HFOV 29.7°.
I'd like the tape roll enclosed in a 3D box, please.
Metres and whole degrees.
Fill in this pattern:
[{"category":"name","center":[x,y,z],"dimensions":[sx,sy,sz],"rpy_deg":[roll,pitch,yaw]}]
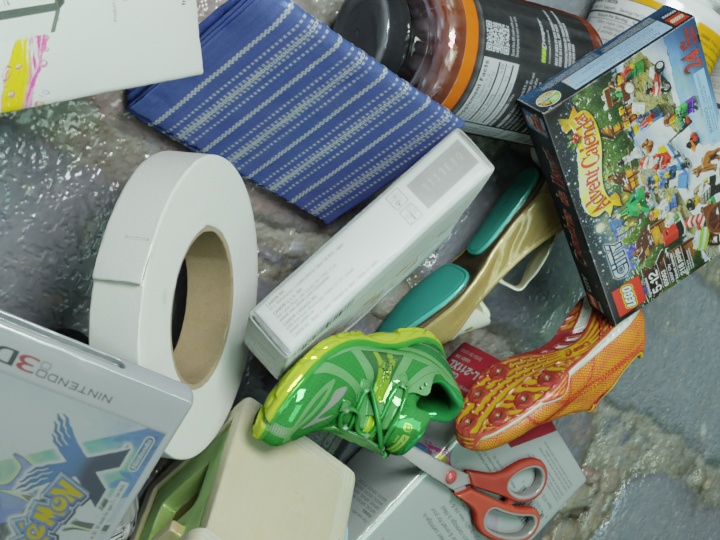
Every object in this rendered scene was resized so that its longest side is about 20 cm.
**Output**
[{"category":"tape roll","center":[-0.119,0.023,0.895],"dimensions":[0.203,0.037,0.205],"rpy_deg":[6,90,-74]}]

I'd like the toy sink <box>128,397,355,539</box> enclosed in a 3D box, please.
[{"category":"toy sink","center":[-0.097,0.208,0.919],"dimensions":[0.112,0.201,0.130],"rpy_deg":[37,124,-17]}]

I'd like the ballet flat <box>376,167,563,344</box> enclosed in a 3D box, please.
[{"category":"ballet flat","center":[0.097,0.008,1.074],"dimensions":[0.200,0.069,0.063],"rpy_deg":[-47,110,1]}]

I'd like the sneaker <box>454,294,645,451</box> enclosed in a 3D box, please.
[{"category":"sneaker","center":[0.157,0.091,1.059],"dimensions":[0.199,0.073,0.078],"rpy_deg":[-30,123,-25]}]

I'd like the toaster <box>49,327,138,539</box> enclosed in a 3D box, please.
[{"category":"toaster","center":[-0.226,0.126,0.891],"dimensions":[0.198,0.113,0.130],"rpy_deg":[-20,120,-27]}]

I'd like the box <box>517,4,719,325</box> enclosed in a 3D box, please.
[{"category":"box","center":[0.209,-0.076,1.016],"dimensions":[0.136,0.038,0.201],"rpy_deg":[-33,124,-11]}]

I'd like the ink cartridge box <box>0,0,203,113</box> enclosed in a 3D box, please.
[{"category":"ink cartridge box","center":[-0.213,-0.174,0.769],"dimensions":[0.198,0.147,0.146],"rpy_deg":[-16,115,-28]}]

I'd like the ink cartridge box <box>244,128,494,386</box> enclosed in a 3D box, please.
[{"category":"ink cartridge box","center":[0.000,0.000,0.987],"dimensions":[0.200,0.174,0.044],"rpy_deg":[-42,85,-15]}]

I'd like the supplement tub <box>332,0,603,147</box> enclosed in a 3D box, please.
[{"category":"supplement tub","center":[0.078,-0.155,0.995],"dimensions":[0.198,0.107,0.108],"rpy_deg":[8,103,-34]}]

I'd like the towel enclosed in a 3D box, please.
[{"category":"towel","center":[-0.045,-0.111,0.930],"dimensions":[0.144,0.024,0.199],"rpy_deg":[-33,136,32]}]

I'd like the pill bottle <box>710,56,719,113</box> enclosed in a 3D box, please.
[{"category":"pill bottle","center":[0.348,-0.147,1.175],"dimensions":[0.109,0.109,0.202],"rpy_deg":[26,91,-37]}]

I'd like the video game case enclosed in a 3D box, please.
[{"category":"video game case","center":[-0.223,0.119,0.795],"dimensions":[0.181,0.022,0.201],"rpy_deg":[25,108,-26]}]

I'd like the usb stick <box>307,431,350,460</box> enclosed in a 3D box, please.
[{"category":"usb stick","center":[-0.048,0.154,1.067],"dimensions":[0.055,0.033,0.201],"rpy_deg":[33,87,-29]}]

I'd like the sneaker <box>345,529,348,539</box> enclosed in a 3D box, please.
[{"category":"sneaker","center":[-0.026,0.260,1.054],"dimensions":[0.081,0.074,0.201],"rpy_deg":[18,131,-2]}]

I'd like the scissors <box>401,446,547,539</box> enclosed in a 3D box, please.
[{"category":"scissors","center":[0.075,0.171,1.062],"dimensions":[0.199,0.014,0.074],"rpy_deg":[16,97,-37]}]

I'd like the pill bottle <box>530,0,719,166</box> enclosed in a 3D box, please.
[{"category":"pill bottle","center":[0.222,-0.159,1.087],"dimensions":[0.109,0.109,0.202],"rpy_deg":[22,95,-37]}]

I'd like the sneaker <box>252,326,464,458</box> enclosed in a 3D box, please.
[{"category":"sneaker","center":[0.008,0.091,0.965],"dimensions":[0.199,0.084,0.074],"rpy_deg":[-11,145,-47]}]

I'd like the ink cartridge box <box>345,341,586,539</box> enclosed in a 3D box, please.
[{"category":"ink cartridge box","center":[0.072,0.185,1.125],"dimensions":[0.200,0.083,0.146],"rpy_deg":[-44,125,-14]}]
